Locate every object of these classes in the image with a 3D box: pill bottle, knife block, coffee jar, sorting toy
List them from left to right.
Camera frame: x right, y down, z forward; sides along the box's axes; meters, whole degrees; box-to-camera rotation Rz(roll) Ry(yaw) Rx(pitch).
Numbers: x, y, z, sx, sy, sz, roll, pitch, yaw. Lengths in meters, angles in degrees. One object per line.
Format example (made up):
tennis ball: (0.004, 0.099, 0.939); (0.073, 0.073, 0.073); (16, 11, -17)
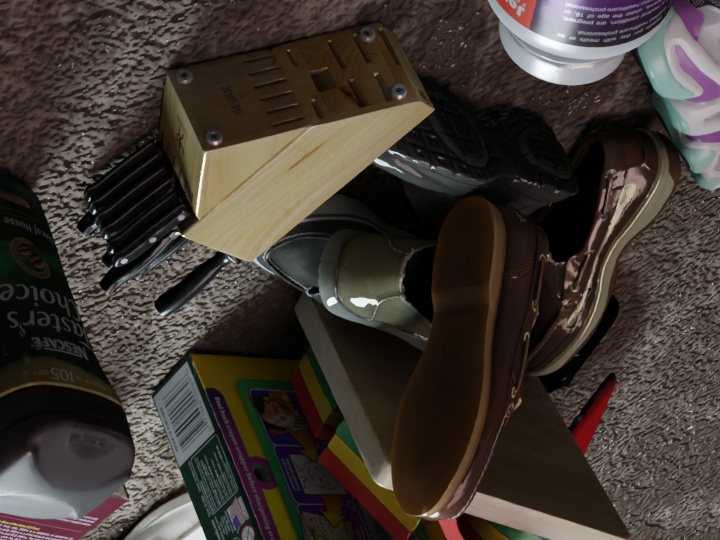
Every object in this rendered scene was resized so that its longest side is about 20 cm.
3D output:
coffee jar: (-0.199, 0.041, 1.262); (0.085, 0.201, 0.104); (-38, 149, 21)
knife block: (-0.068, -0.051, 1.359); (0.199, 0.064, 0.176); (-16, 149, -19)
sorting toy: (0.053, 0.120, 1.524); (0.199, 0.199, 0.070); (20, 114, -30)
pill bottle: (0.127, -0.194, 1.239); (0.112, 0.113, 0.201); (-16, 148, -18)

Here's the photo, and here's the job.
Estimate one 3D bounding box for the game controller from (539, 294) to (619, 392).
game controller: (0.104, 0.048, 1.668); (0.199, 0.042, 0.104); (5, 138, -43)

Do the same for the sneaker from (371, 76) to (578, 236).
sneaker: (0.053, -0.060, 1.435); (0.091, 0.076, 0.199); (-36, 147, 30)

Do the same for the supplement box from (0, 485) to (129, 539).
supplement box: (-0.269, 0.181, 1.565); (0.200, 0.061, 0.109); (-38, 149, 20)

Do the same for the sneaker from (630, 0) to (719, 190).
sneaker: (0.255, -0.134, 1.466); (0.139, 0.078, 0.200); (-29, 150, 6)

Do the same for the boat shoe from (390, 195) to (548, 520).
boat shoe: (0.074, 0.058, 1.390); (0.070, 0.202, 0.070); (5, 166, 46)

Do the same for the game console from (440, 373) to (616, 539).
game console: (0.096, 0.171, 1.765); (0.171, 0.119, 0.201); (10, 132, -10)

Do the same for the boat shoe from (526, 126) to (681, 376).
boat shoe: (0.138, -0.016, 1.565); (0.074, 0.075, 0.203); (7, 121, -36)

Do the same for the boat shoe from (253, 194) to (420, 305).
boat shoe: (0.000, 0.000, 1.497); (0.069, 0.057, 0.199); (-40, 148, 23)

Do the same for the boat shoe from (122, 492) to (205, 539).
boat shoe: (-0.153, 0.233, 1.726); (0.199, 0.070, 0.071); (-35, 147, 14)

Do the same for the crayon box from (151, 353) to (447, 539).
crayon box: (-0.033, 0.157, 1.571); (0.172, 0.201, 0.058); (7, 139, -43)

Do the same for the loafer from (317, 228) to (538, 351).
loafer: (0.058, 0.018, 1.470); (0.069, 0.076, 0.199); (6, 178, 41)
